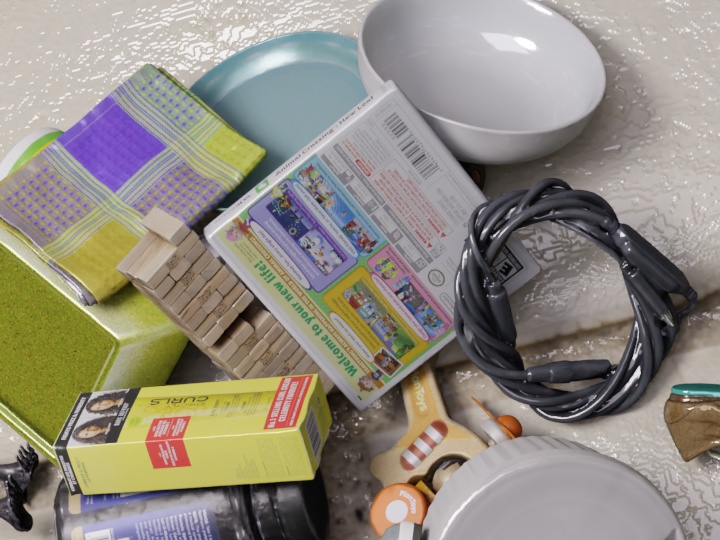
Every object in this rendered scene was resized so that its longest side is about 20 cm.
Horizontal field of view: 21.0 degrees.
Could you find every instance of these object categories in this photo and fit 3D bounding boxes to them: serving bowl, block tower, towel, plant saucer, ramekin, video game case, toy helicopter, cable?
[{"bbox_3d":[0.090,-0.146,1.537,0.199,0.066,0.201,8,41,-7],"label":"serving bowl"},{"bbox_3d":[-0.104,0.039,1.485,0.058,0.200,0.054,-48,34,-12],"label":"block tower"},{"bbox_3d":[-0.188,-0.071,1.527,0.200,0.023,0.144,-40,66,-22],"label":"towel"},{"bbox_3d":[-0.072,-0.117,1.587,0.199,0.027,0.201,-16,45,16],"label":"plant saucer"},{"bbox_3d":[0.133,0.215,1.419,0.201,0.094,0.203,-3,105,-11],"label":"ramekin"},{"bbox_3d":[0.011,-0.016,1.471,0.182,0.200,0.022,-38,27,5],"label":"video game case"},{"bbox_3d":[-0.253,0.060,1.556,0.200,0.048,0.200,37,121,13],"label":"plant saucer"},{"bbox_3d":[0.065,0.123,1.512,0.132,0.079,0.201,-23,60,15],"label":"toy helicopter"},{"bbox_3d":[0.150,0.023,1.486,0.200,0.051,0.163,37,104,-19],"label":"cable"}]

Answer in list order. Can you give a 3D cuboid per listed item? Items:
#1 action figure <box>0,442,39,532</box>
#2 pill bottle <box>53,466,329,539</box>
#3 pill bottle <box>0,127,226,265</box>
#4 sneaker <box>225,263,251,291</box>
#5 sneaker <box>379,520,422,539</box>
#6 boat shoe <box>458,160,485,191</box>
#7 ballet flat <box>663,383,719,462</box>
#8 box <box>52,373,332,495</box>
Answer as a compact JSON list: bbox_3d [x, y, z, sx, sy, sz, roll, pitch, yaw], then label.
[{"bbox_3d":[-0.368,0.173,1.586,0.199,0.102,0.119,-5,32,9],"label":"action figure"},{"bbox_3d":[-0.130,0.194,1.521,0.199,0.112,0.112,-12,74,11],"label":"pill bottle"},{"bbox_3d":[-0.201,-0.027,1.592,0.199,0.111,0.111,29,85,18],"label":"pill bottle"},{"bbox_3d":[0.000,0.001,1.533,0.199,0.112,0.077,-22,32,2],"label":"sneaker"},{"bbox_3d":[-0.033,0.244,1.441,0.120,0.201,0.084,18,39,-5],"label":"sneaker"},{"bbox_3d":[0.004,-0.067,1.578,0.199,0.076,0.074,-17,46,7],"label":"boat shoe"},{"bbox_3d":[0.329,0.118,1.454,0.199,0.068,0.073,-4,96,13],"label":"ballet flat"},{"bbox_3d":[-0.126,0.125,1.468,0.199,0.050,0.075,-4,32,17],"label":"box"}]
